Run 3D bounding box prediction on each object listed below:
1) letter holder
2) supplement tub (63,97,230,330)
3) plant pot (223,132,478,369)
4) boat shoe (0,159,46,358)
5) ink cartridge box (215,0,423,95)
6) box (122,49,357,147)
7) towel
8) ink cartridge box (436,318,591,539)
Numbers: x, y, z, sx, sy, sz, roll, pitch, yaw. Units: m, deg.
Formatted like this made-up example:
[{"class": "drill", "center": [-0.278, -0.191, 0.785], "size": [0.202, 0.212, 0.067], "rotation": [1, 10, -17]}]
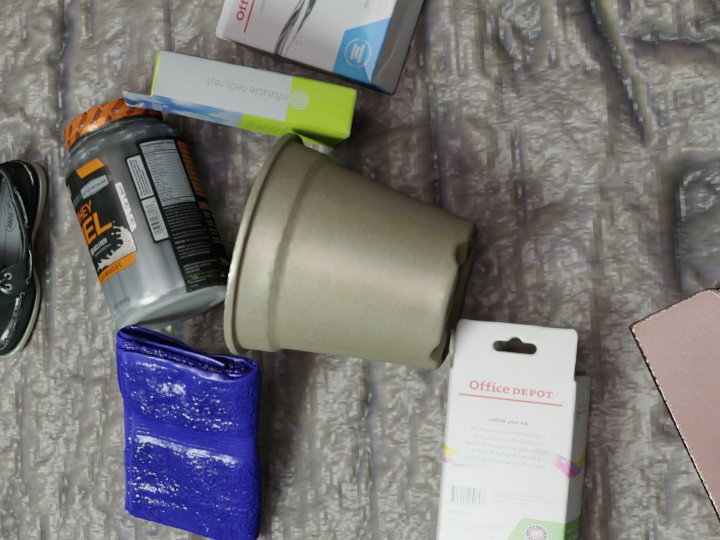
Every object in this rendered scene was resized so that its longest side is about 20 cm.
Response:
[{"class": "letter holder", "center": [0.329, 0.106, 1.210], "size": [0.141, 0.100, 0.201], "rotation": [-27, 78, 16]}, {"class": "supplement tub", "center": [-0.204, -0.053, 1.409], "size": [0.122, 0.122, 0.201], "rotation": [-25, 79, 18]}, {"class": "plant pot", "center": [0.000, 0.000, 1.307], "size": [0.182, 0.200, 0.202], "rotation": [15, 93, 9]}, {"class": "boat shoe", "center": [-0.360, -0.013, 1.496], "size": [0.074, 0.066, 0.201], "rotation": [12, 92, 20]}, {"class": "ink cartridge box", "center": [-0.050, -0.249, 1.388], "size": [0.199, 0.067, 0.117], "rotation": [20, 95, 20]}, {"class": "box", "center": [-0.109, -0.154, 1.337], "size": [0.198, 0.122, 0.048], "rotation": [11, 89, -7]}, {"class": "towel", "center": [-0.161, 0.158, 1.375], "size": [0.147, 0.050, 0.202], "rotation": [14, 122, 22]}, {"class": "ink cartridge box", "center": [0.135, 0.146, 1.298], "size": [0.116, 0.067, 0.202], "rotation": [5, 90, 22]}]
